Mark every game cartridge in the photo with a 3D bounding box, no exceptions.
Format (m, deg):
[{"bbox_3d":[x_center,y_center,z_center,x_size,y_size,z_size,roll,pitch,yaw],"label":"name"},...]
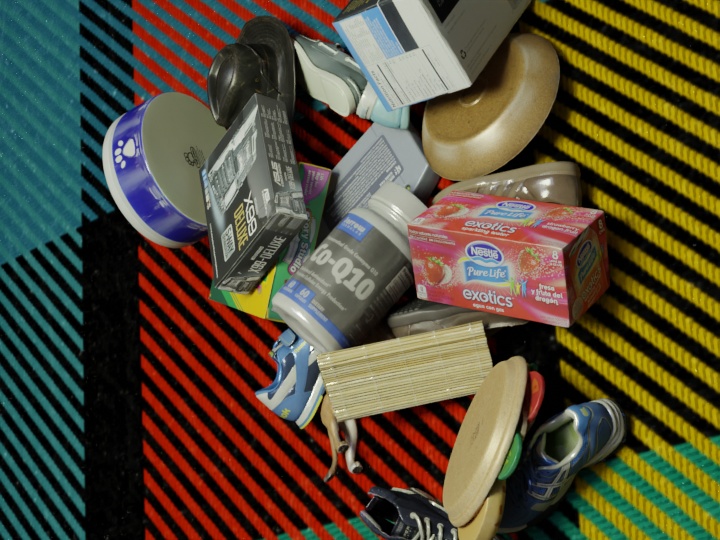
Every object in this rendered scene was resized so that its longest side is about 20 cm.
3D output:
[{"bbox_3d":[0.013,-0.093,1.756,0.200,0.041,0.134,-47,48,25],"label":"game cartridge"}]

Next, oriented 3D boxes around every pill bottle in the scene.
[{"bbox_3d":[0.000,0.000,1.633,0.200,0.114,0.113,-49,46,-11],"label":"pill bottle"}]

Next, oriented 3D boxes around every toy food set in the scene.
[{"bbox_3d":[0.143,0.184,1.491,0.200,0.048,0.200,-82,15,-72],"label":"toy food set"}]

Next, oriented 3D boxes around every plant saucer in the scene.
[{"bbox_3d":[0.140,-0.201,1.625,0.199,0.035,0.202,-28,45,32],"label":"plant saucer"}]

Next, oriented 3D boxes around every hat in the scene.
[{"bbox_3d":[-0.161,-0.245,1.892,0.200,0.080,0.203,8,100,53],"label":"hat"}]

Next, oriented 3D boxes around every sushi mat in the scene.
[{"bbox_3d":[0.053,0.116,1.578,0.198,0.096,0.012,-13,33,11],"label":"sushi mat"}]

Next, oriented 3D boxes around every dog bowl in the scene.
[{"bbox_3d":[-0.252,-0.138,1.903,0.078,0.199,0.202,-24,63,33],"label":"dog bowl"}]

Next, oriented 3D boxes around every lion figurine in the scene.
[{"bbox_3d":[-0.009,0.149,1.691,0.201,0.072,0.123,-53,43,24],"label":"lion figurine"}]

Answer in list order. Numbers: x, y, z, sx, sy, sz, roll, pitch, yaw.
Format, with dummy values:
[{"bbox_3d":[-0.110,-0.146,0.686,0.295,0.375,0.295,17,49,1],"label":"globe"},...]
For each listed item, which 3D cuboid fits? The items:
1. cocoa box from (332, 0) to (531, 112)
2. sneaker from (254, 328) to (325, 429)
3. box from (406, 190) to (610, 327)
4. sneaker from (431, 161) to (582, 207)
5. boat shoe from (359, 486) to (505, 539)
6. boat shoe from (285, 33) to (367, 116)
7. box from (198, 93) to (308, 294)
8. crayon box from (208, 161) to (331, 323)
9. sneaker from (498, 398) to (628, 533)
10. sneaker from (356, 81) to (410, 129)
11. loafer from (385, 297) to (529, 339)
[{"bbox_3d":[0.085,-0.303,1.614,0.130,0.134,0.201,-12,32,42],"label":"cocoa box"},{"bbox_3d":[-0.066,0.091,1.732,0.074,0.081,0.202,144,147,-85],"label":"sneaker"},{"bbox_3d":[0.160,-0.016,1.513,0.198,0.099,0.097,11,122,36],"label":"box"},{"bbox_3d":[0.162,-0.068,1.586,0.199,0.070,0.077,-14,75,42],"label":"sneaker"},{"bbox_3d":[0.083,0.302,1.546,0.199,0.092,0.075,25,96,44],"label":"boat shoe"},{"bbox_3d":[-0.041,-0.267,1.849,0.061,0.073,0.200,-28,40,-16],"label":"boat shoe"},{"bbox_3d":[-0.138,-0.096,1.764,0.158,0.049,0.202,-47,41,39],"label":"box"},{"bbox_3d":[-0.121,-0.044,1.820,0.172,0.058,0.203,13,92,60],"label":"crayon box"},{"bbox_3d":[0.192,0.204,1.481,0.201,0.077,0.076,-51,52,24],"label":"sneaker"},{"bbox_3d":[0.068,-0.260,1.730,0.202,0.081,0.074,-64,1,-15],"label":"sneaker"},{"bbox_3d":[0.123,0.059,1.602,0.198,0.073,0.072,-10,107,40],"label":"loafer"}]
